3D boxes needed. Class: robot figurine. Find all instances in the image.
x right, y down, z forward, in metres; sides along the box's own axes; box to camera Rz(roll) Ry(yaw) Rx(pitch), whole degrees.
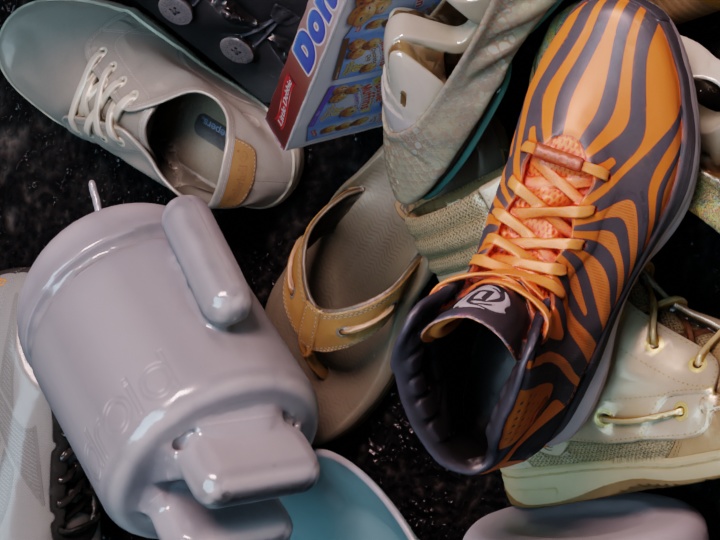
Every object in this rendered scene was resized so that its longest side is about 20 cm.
[{"bbox_3d":[-0.095,0.047,0.942,0.200,0.112,0.170,54,131,36],"label":"robot figurine"}]

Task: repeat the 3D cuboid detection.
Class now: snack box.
[{"bbox_3d":[0.016,-0.128,0.855,0.024,0.071,0.201,59,148,24],"label":"snack box"}]

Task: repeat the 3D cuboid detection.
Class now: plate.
[{"bbox_3d":[0.011,0.182,0.949,0.200,0.025,0.202,37,133,52],"label":"plate"}]

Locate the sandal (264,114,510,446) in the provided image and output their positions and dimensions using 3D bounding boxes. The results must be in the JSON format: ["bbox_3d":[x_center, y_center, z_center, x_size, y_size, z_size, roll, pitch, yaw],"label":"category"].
[{"bbox_3d":[0.000,0.000,0.944,0.080,0.054,0.201,44,118,19],"label":"sandal"}]

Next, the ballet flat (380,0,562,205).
[{"bbox_3d":[0.043,-0.110,0.836,0.200,0.062,0.068,-56,26,38],"label":"ballet flat"}]

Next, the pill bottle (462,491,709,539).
[{"bbox_3d":[0.109,0.208,0.875,0.111,0.112,0.202,-3,97,33],"label":"pill bottle"}]

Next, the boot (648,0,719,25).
[{"bbox_3d":[0.124,-0.204,0.813,0.144,0.071,0.202,-27,96,41],"label":"boot"}]

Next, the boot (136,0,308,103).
[{"bbox_3d":[-0.112,-0.148,0.935,0.164,0.199,0.066,-17,50,54],"label":"boot"}]

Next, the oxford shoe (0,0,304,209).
[{"bbox_3d":[-0.118,-0.088,1.004,0.199,0.058,0.076,30,116,27],"label":"oxford shoe"}]

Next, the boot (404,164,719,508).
[{"bbox_3d":[0.121,0.011,0.849,0.199,0.073,0.157,-18,97,40],"label":"boot"}]

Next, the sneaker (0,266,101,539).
[{"bbox_3d":[-0.167,0.094,1.034,0.079,0.074,0.202,-14,91,28],"label":"sneaker"}]

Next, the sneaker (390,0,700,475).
[{"bbox_3d":[0.073,-0.008,0.767,0.077,0.112,0.202,18,106,22],"label":"sneaker"}]

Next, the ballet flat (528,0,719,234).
[{"bbox_3d":[0.158,-0.051,0.810,0.199,0.071,0.071,33,115,17],"label":"ballet flat"}]
